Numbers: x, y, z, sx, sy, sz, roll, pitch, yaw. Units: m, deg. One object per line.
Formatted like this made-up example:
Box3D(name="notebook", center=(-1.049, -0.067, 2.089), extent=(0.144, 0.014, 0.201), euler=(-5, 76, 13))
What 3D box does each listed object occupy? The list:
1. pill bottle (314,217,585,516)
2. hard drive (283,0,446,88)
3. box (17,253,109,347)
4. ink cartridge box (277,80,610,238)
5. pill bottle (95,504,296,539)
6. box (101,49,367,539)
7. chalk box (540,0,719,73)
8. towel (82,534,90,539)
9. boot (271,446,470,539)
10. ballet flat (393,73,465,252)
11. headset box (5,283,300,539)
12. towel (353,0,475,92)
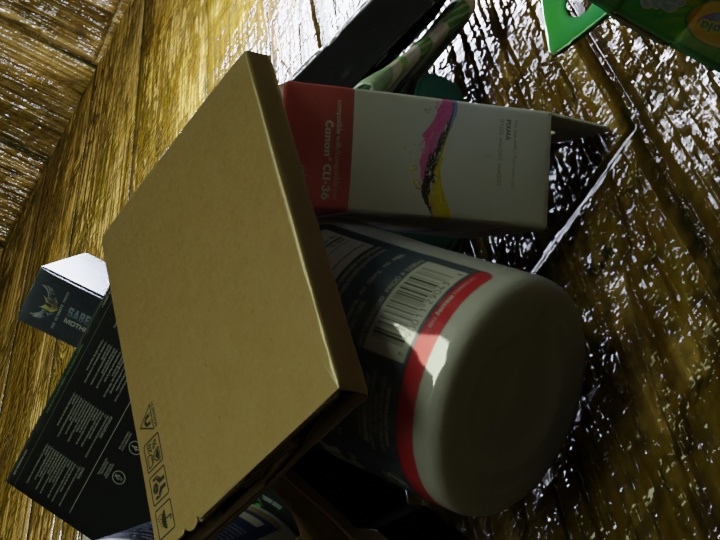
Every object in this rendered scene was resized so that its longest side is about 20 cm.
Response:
Box3D(name="pill bottle", center=(0.003, 0.037, 0.696), extent=(0.199, 0.119, 0.120), euler=(19, 84, 41))
Box3D(name="hard drive", center=(-0.012, -0.144, 0.976), extent=(0.200, 0.038, 0.140), euler=(-47, 2, -8))
Box3D(name="box", center=(-0.191, 0.044, 1.149), extent=(0.200, 0.157, 0.051), euler=(-101, 37, -87))
Box3D(name="ink cartridge box", center=(0.029, -0.057, 0.765), extent=(0.116, 0.199, 0.068), euler=(179, 94, -68))
Box3D(name="pill bottle", center=(-0.108, 0.192, 0.713), extent=(0.116, 0.115, 0.200), euler=(-62, -19, 9))
Box3D(name="box", center=(-0.071, 0.017, 0.672), extent=(0.163, 0.021, 0.201), euler=(-45, 48, 36))
Box3D(name="chalk box", center=(0.160, -0.188, 0.660), extent=(0.200, 0.123, 0.125), euler=(-52, 26, 35))
Box3D(name="towel", center=(-0.171, 0.207, 0.970), extent=(0.147, 0.024, 0.201), euler=(-40, 28, 38))
Box3D(name="boot", center=(-0.021, 0.134, 0.730), extent=(0.200, 0.073, 0.076), euler=(41, 118, 32))
Box3D(name="ballet flat", center=(0.036, -0.052, 0.904), extent=(0.201, 0.067, 0.064), euler=(-78, 16, -45))
Box3D(name="headset box", center=(-0.090, 0.106, 0.853), extent=(0.175, 0.199, 0.093), euler=(-60, -6, 17))
Box3D(name="towel", center=(0.008, -0.124, 0.981), extent=(0.153, 0.023, 0.200), euler=(-46, 0, 40))
